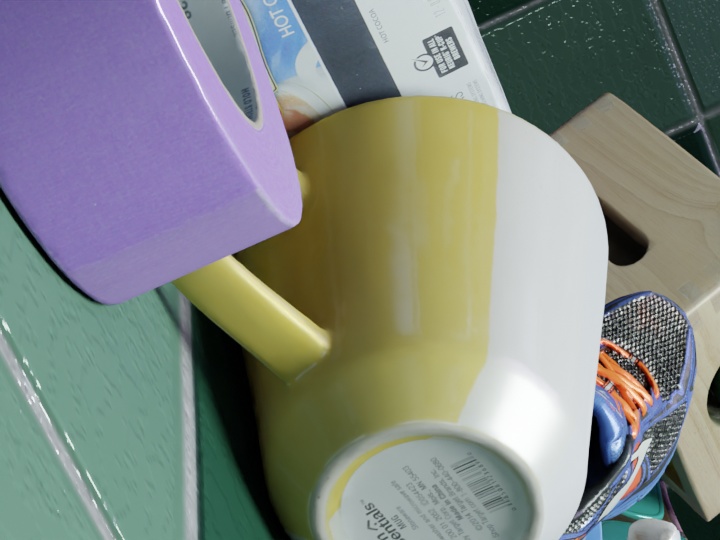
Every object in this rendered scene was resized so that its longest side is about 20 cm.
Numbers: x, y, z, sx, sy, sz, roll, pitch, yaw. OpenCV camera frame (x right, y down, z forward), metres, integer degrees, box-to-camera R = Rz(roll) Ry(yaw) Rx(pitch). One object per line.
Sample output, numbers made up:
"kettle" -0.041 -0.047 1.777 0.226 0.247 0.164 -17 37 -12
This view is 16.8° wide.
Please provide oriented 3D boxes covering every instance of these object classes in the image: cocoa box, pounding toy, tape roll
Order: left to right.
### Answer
"tape roll" -0.086 -0.094 0.738 0.200 0.065 0.201 -24 90 -85
"cocoa box" -0.040 -0.126 0.942 0.201 0.130 0.134 61 9 -46
"pounding toy" 0.150 0.034 1.284 0.200 0.142 0.185 45 -12 43

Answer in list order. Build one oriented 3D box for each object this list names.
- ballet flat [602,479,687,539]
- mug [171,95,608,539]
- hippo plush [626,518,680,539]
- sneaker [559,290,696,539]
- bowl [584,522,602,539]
"ballet flat" 0.142 0.156 1.304 0.200 0.069 0.072 -98 -158 -70
"mug" 0.005 0.036 0.894 0.154 0.185 0.150 -90 -168 -53
"hippo plush" 0.115 0.168 0.892 0.199 0.159 0.162 4 55 -41
"sneaker" 0.094 0.071 1.020 0.075 0.079 0.200 36 47 5
"bowl" 0.093 0.167 1.176 0.201 0.039 0.203 -1 90 -89
